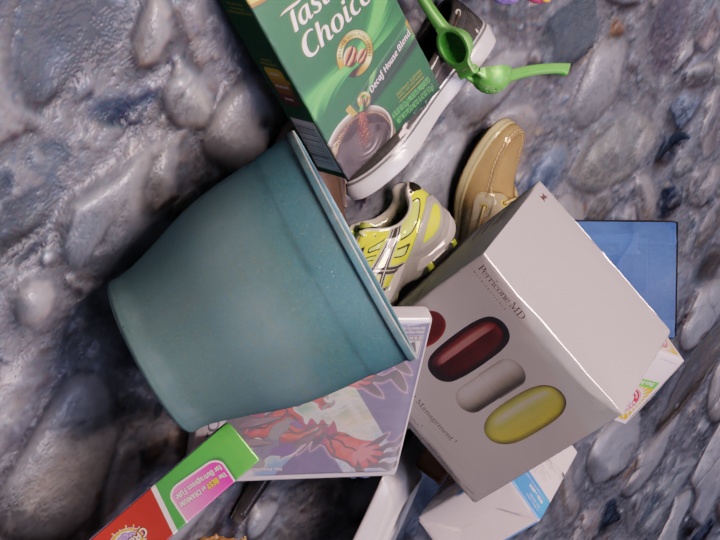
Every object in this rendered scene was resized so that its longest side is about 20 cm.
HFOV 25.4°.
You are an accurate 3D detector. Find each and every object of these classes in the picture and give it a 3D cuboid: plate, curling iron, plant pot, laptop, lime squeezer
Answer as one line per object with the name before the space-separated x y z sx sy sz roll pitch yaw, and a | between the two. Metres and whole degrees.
plate | 0.014 0.280 1.639 0.200 0.032 0.201 -27 141 -78
curling iron | -0.059 0.159 1.514 0.200 0.050 0.026 -51 173 -1
plant pot | -0.084 0.025 1.235 0.187 0.201 0.200 -29 143 1
laptop | 0.247 0.046 1.769 0.200 0.116 0.188 -41 141 -28
lime squeezer | 0.101 -0.196 1.371 0.199 0.038 0.071 29 80 -25

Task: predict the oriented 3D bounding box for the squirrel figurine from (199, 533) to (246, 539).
squirrel figurine | -0.121 0.335 1.432 0.200 0.186 0.142 -28 135 -39

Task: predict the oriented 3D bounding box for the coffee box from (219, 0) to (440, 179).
coffee box | -0.024 -0.184 1.258 0.123 0.044 0.200 -45 128 -20

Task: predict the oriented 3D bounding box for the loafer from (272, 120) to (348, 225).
loafer | -0.033 -0.048 1.365 0.073 0.071 0.201 -28 135 -39

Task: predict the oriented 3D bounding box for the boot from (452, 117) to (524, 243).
boot | 0.162 -0.033 1.556 0.073 0.155 0.201 -16 128 -54

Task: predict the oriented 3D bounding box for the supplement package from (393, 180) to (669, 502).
supplement package | 0.135 0.068 1.468 0.200 0.191 0.147 -39 -175 39

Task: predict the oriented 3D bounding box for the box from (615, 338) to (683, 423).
box | 0.229 0.072 1.698 0.199 0.113 0.102 19 120 -38

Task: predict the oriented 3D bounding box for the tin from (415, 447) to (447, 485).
tin | 0.106 0.163 1.670 0.112 0.042 0.200 -59 173 6

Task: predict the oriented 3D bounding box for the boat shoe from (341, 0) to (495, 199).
boat shoe | 0.039 -0.153 1.401 0.057 0.069 0.200 43 78 -25

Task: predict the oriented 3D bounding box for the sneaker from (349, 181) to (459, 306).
sneaker | 0.000 0.000 1.465 0.200 0.075 0.077 -47 117 -18

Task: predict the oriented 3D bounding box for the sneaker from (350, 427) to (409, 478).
sneaker | 0.017 0.130 1.578 0.200 0.077 0.086 -36 134 -46

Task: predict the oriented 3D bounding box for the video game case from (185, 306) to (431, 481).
video game case | -0.048 0.111 1.408 0.199 0.023 0.183 0 125 -18

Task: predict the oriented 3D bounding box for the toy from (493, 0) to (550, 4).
toy | 0.143 -0.258 1.384 0.200 0.115 0.048 -26 123 -48

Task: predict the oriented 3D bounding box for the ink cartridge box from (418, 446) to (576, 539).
ink cartridge box | 0.150 0.212 1.644 0.116 0.067 0.200 -35 -177 29

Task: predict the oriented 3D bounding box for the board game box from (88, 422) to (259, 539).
board game box | -0.177 0.207 1.297 0.200 0.040 0.153 -41 179 -13
